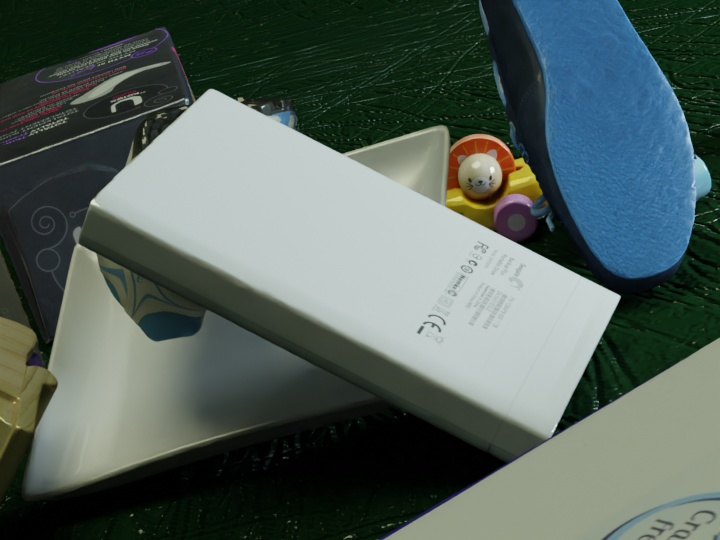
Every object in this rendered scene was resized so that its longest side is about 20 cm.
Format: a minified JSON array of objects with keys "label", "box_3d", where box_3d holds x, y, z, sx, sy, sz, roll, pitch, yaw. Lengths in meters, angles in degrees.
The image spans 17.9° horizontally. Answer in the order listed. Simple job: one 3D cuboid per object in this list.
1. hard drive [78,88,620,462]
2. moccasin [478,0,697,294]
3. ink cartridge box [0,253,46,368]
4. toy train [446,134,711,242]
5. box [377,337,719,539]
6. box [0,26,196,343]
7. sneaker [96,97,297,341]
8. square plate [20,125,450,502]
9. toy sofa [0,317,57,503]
[{"label":"hard drive","box_3d":[0.000,0.000,0.932,0.199,0.027,0.132,27,30,6]},{"label":"moccasin","box_3d":[0.106,-0.076,1.063,0.080,0.201,0.068,-7,-25,-13]},{"label":"ink cartridge box","box_3d":[-0.252,0.006,1.125,0.199,0.162,0.050,-11,22,20]},{"label":"toy train","box_3d":[0.062,-0.030,1.113,0.199,0.056,0.150,-23,18,-19]},{"label":"box","box_3d":[0.105,0.113,0.400,0.183,0.201,0.105,-27,19,-28]},{"label":"box","box_3d":[-0.142,-0.053,1.287,0.122,0.107,0.200,-20,18,-2]},{"label":"sneaker","box_3d":[-0.073,-0.031,1.046,0.071,0.073,0.200,-3,22,15]},{"label":"square plate","box_3d":[-0.048,0.022,1.033,0.197,0.029,0.200,-16,33,13]},{"label":"toy sofa","box_3d":[-0.233,0.043,0.946,0.199,0.083,0.098,25,17,-13]}]
